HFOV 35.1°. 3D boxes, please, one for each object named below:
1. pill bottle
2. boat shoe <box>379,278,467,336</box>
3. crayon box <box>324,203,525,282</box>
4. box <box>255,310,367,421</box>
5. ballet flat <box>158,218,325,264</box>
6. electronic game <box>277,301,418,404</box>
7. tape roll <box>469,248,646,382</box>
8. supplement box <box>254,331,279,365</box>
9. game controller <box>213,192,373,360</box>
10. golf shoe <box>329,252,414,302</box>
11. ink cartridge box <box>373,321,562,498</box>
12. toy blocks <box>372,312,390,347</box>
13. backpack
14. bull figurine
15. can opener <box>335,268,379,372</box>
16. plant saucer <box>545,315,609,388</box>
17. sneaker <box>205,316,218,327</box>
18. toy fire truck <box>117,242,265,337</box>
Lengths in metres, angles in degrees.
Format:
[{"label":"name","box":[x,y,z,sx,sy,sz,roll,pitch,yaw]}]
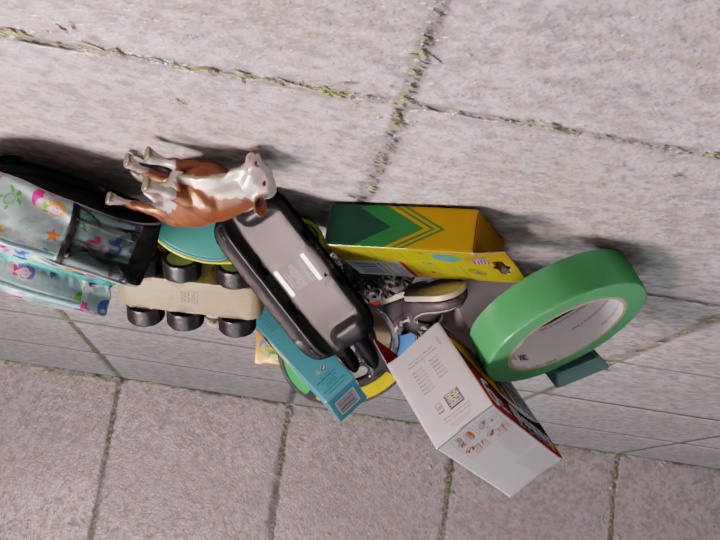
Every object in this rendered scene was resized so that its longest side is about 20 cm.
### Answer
[{"label":"pill bottle","box":[0.145,0.064,1.434,0.119,0.120,0.200,9,163,-3]},{"label":"boat shoe","box":[0.081,0.047,1.349,0.072,0.063,0.200,-20,-176,-19]},{"label":"crayon box","box":[0.076,-0.028,1.239,0.199,0.051,0.127,4,167,20]},{"label":"box","box":[-0.079,0.098,1.449,0.200,0.049,0.082,44,171,27]},{"label":"ballet flat","box":[-0.138,-0.040,1.312,0.199,0.067,0.067,6,-174,4]},{"label":"electronic game","box":[-0.016,0.102,1.570,0.199,0.200,0.042,13,-155,-21]},{"label":"tape roll","box":[0.221,0.053,1.278,0.200,0.048,0.201,-21,155,-11]},{"label":"supplement box","box":[-0.101,0.091,1.687,0.066,0.069,0.200,7,-169,8]},{"label":"game controller","box":[-0.073,0.006,1.238,0.104,0.200,0.042,-33,-170,27]},{"label":"golf shoe","box":[0.000,0.000,1.404,0.200,0.078,0.094,-7,-176,41]},{"label":"ink cartridge box","box":[0.125,0.150,1.338,0.084,0.176,0.200,-40,140,9]},{"label":"toy blocks","box":[0.085,0.088,1.677,0.137,0.100,0.200,-22,141,41]},{"label":"backpack","box":[-0.338,-0.042,1.226,0.200,0.151,0.177,25,178,-30]},{"label":"bull figurine","box":[-0.169,-0.081,1.136,0.121,0.065,0.200,18,163,-28]},{"label":"can opener","box":[-0.032,0.061,1.356,0.063,0.079,0.200,-1,144,22]},{"label":"plant saucer","box":[0.242,0.085,1.438,0.070,0.019,0.200,-22,-155,-3]},{"label":"sneaker","box":[-0.197,0.033,1.621,0.070,0.076,0.200,8,168,-3]},{"label":"toy fire truck","box":[-0.192,-0.007,1.419,0.175,0.200,0.129,6,126,6]}]
